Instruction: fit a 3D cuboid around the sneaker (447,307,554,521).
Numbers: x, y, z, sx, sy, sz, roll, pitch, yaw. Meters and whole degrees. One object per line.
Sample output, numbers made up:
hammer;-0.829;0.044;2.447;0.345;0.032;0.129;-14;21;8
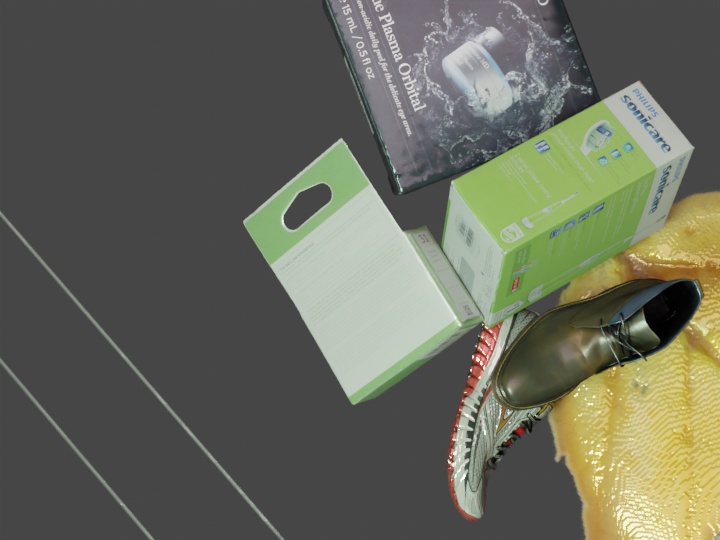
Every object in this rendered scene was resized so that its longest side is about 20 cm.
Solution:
sneaker;0.128;0.127;1.627;0.082;0.078;0.200;16;82;6

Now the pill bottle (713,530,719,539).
pill bottle;0.346;0.269;1.567;0.112;0.112;0.200;38;85;10

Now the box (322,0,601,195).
box;0.090;-0.193;1.649;0.200;0.117;0.197;-21;92;0

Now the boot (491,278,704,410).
boot;0.207;0.056;1.586;0.200;0.097;0.075;-31;93;-26

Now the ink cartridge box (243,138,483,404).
ink cartridge box;0.000;0.000;1.640;0.146;0.048;0.200;-38;77;32

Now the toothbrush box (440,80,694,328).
toothbrush box;0.176;-0.056;1.593;0.200;0.146;0.086;-28;67;-15
